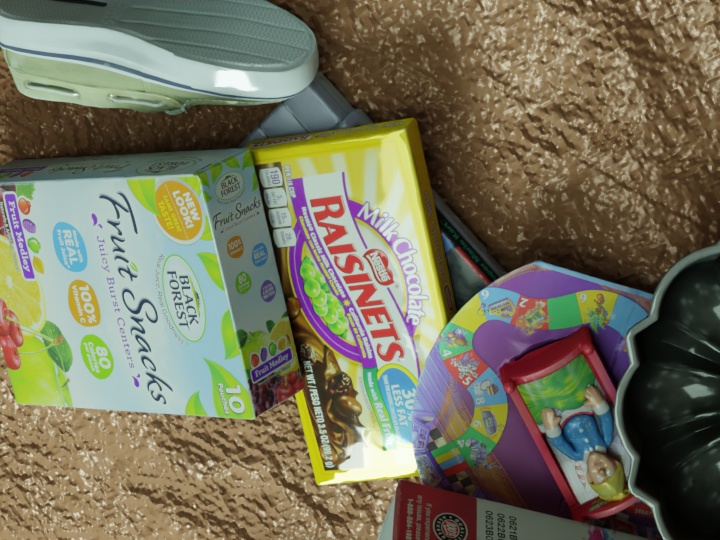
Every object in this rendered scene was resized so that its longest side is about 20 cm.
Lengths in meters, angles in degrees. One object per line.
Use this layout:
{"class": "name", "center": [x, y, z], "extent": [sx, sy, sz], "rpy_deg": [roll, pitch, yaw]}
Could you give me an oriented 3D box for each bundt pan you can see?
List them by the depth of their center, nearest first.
{"class": "bundt pan", "center": [0.227, 0.066, 1.053], "extent": [0.200, 0.076, 0.204], "rpy_deg": [0, 94, 2]}

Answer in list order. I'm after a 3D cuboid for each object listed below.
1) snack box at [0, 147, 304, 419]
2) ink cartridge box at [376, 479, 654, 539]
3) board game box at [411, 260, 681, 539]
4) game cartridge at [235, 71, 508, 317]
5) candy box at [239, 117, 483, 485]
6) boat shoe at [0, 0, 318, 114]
{"class": "snack box", "center": [-0.134, 0.007, 1.174], "extent": [0.199, 0.053, 0.144], "rpy_deg": [0, 111, 39]}
{"class": "ink cartridge box", "center": [0.094, 0.228, 1.084], "extent": [0.198, 0.146, 0.145], "rpy_deg": [13, 127, -6]}
{"class": "board game box", "center": [0.128, 0.089, 1.108], "extent": [0.198, 0.039, 0.159], "rpy_deg": [16, 107, -5]}
{"class": "game cartridge", "center": [0.000, 0.000, 1.164], "extent": [0.200, 0.038, 0.130], "rpy_deg": [47, 122, -1]}
{"class": "candy box", "center": [0.002, 0.020, 1.138], "extent": [0.101, 0.026, 0.202], "rpy_deg": [-8, 106, 19]}
{"class": "boat shoe", "center": [-0.113, -0.121, 1.151], "extent": [0.198, 0.072, 0.062], "rpy_deg": [13, 135, 21]}
